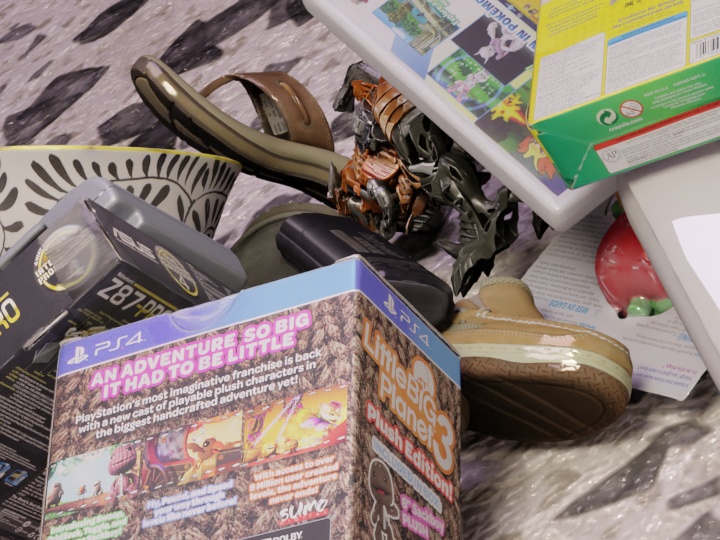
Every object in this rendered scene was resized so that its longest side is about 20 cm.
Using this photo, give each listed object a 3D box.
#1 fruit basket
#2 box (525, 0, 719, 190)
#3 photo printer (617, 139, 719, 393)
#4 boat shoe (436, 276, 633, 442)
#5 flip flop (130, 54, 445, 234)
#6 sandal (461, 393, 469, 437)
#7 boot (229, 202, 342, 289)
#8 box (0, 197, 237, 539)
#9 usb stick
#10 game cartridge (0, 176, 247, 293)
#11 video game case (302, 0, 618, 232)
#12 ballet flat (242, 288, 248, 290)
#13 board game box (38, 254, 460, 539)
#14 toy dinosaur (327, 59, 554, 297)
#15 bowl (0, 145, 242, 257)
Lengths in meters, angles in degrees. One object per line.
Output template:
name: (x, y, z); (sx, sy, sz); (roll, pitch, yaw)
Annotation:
fruit basket: (0.166, -0.023, 1.282); (0.200, 0.094, 0.185); (-56, 28, -12)
box: (0.140, -0.131, 1.186); (0.117, 0.048, 0.200); (-18, 39, 25)
photo printer: (0.206, -0.027, 1.134); (0.166, 0.069, 0.200); (-29, 50, 8)
boat shoe: (0.062, 0.035, 1.259); (0.200, 0.072, 0.076); (-6, 52, 53)
flip flop: (-0.038, -0.079, 1.494); (0.081, 0.199, 0.058); (176, 116, -76)
sandal: (-0.031, 0.103, 1.258); (0.200, 0.082, 0.055); (-23, 41, 34)
boot: (-0.096, 0.061, 1.448); (0.182, 0.073, 0.200); (-33, 12, 37)
box: (-0.129, 0.063, 1.270); (0.161, 0.200, 0.049); (-40, 57, 11)
usb stick: (0.000, 0.000, 1.317); (0.055, 0.033, 0.200); (7, 7, -14)
game cartridge: (-0.156, 0.046, 1.298); (0.200, 0.133, 0.041); (-42, 53, 11)
video game case: (0.100, -0.132, 1.276); (0.182, 0.022, 0.200); (-38, 57, -14)
ballet flat: (-0.077, 0.029, 1.382); (0.199, 0.072, 0.072); (-2, 26, -1)
board game box: (-0.047, 0.118, 1.130); (0.159, 0.097, 0.201); (-16, 53, 26)
toy dinosaur: (0.042, -0.067, 1.374); (0.102, 0.136, 0.200); (-39, -12, -17)
bowl: (-0.166, -0.013, 1.475); (0.200, 0.095, 0.201); (0, -4, 0)
